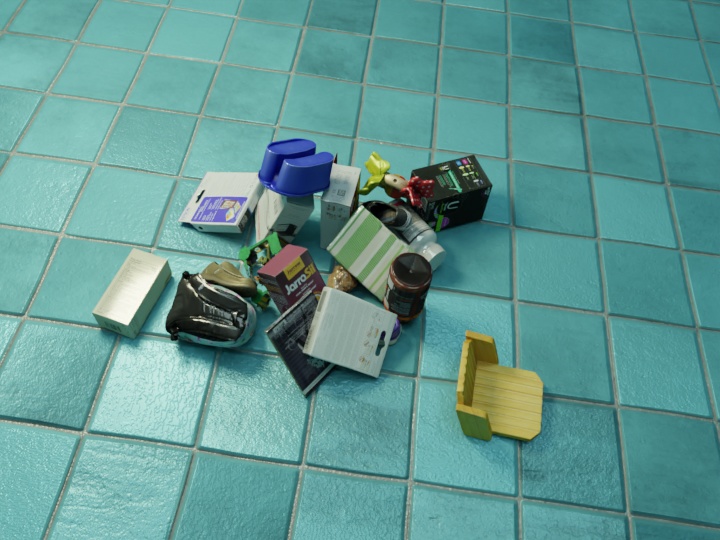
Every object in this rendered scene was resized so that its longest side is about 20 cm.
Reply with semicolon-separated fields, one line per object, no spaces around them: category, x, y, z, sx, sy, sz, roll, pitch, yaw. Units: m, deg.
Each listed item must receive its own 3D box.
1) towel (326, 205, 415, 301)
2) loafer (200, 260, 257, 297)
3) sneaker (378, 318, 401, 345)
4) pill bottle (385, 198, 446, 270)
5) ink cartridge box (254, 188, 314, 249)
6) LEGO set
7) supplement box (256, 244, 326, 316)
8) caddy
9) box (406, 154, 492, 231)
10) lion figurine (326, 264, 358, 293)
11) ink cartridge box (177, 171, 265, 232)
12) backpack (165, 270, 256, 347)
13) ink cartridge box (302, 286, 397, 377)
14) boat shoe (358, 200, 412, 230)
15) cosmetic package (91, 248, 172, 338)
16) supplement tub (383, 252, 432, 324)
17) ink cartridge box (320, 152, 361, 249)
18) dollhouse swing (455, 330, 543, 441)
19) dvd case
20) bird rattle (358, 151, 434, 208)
towel;0.029;-0.045;1.590;0.199;0.023;0.153;41;88;-14
loafer;-0.326;0.015;1.554;0.197;0.076;0.069;12;71;35
sneaker;0.004;0.132;1.544;0.195;0.084;0.082;-1;56;-5
pill bottle;0.136;-0.089;1.683;0.110;0.112;0.201;-31;64;-22
ink cartridge box;-0.201;-0.165;1.643;0.082;0.200;0.148;12;52;-28
LEGO set;-0.218;0.009;1.612;0.153;0.116;0.202;-36;58;8
supplement box;-0.144;0.055;1.491;0.110;0.202;0.085;-41;32;-27
caddy;-0.155;-0.240;1.516;0.141;0.106;0.198;37;37;26
box;0.244;-0.210;1.748;0.196;0.150;0.126;-16;58;-15
lion figurine;0.000;0.000;1.638;0.196;0.073;0.125;-11;71;-19
ink cartridge box;-0.378;-0.192;1.731;0.196;0.044;0.201;5;54;22
backpack;-0.347;0.104;1.499;0.196;0.127;0.170;14;85;10
ink cartridge box;-0.022;0.146;1.479;0.197;0.050;0.165;23;81;-30
boat shoe;0.048;-0.150;1.625;0.199;0.066;0.071;26;91;49
cosmetic package;-0.561;0.055;1.551;0.103;0.072;0.202;18;57;8
supplement tub;0.111;0.053;1.534;0.104;0.202;0.109;3;55;-4
ink cartridge box;-0.049;-0.179;1.670;0.082;0.202;0.178;12;56;4
dollhouse swing;0.325;0.271;1.440;0.172;0.183;0.203;1;53;21
dvd case;-0.122;0.171;1.460;0.148;0.202;0.016;-42;29;-27
bird rattle;0.099;-0.228;1.639;0.196;0.163;0.115;15;91;6
